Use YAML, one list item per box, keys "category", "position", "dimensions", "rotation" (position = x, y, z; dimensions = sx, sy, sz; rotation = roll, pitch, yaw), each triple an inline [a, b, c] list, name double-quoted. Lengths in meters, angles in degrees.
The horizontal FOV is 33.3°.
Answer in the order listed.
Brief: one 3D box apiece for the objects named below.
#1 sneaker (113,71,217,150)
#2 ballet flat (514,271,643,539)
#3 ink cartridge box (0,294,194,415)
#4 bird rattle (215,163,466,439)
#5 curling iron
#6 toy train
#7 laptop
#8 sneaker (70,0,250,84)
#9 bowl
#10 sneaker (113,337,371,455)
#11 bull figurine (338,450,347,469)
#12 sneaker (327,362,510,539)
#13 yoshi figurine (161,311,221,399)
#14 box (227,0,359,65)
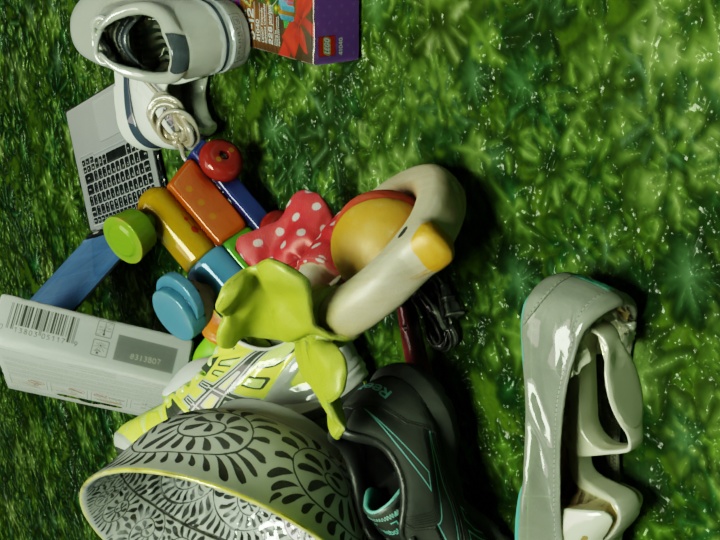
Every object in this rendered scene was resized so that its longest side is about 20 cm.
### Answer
- category: "sneaker"
  position: [-0.159, -0.196, 0.954]
  dimensions: [0.080, 0.076, 0.201]
  rotation: [1, 108, 47]
- category: "ballet flat"
  position: [0.118, 0.102, 0.634]
  dimensions: [0.064, 0.067, 0.201]
  rotation: [13, 111, 47]
- category: "ink cartridge box"
  position: [-0.235, 0.082, 1.061]
  dimensions: [0.200, 0.162, 0.057]
  rotation: [134, 148, -74]
- category: "bird rattle"
  position: [0.000, 0.000, 0.728]
  dimensions: [0.163, 0.200, 0.113]
  rotation: [-35, 102, 22]
- category: "curling iron"
  position: [0.048, 0.099, 0.771]
  dimensions: [0.049, 0.025, 0.201]
  rotation: [15, 113, 57]
- category: "toy train"
  position: [-0.144, -0.049, 0.888]
  dimensions: [0.200, 0.116, 0.085]
  rotation: [49, 141, 6]
- category: "laptop"
  position: [-0.267, -0.062, 1.109]
  dimensions: [0.187, 0.115, 0.201]
  rotation: [-9, 93, 56]
- category: "sneaker"
  position: [-0.165, -0.174, 0.866]
  dimensions: [0.199, 0.071, 0.073]
  rotation: [12, 112, 47]
- category: "bowl"
  position: [-0.070, 0.145, 0.775]
  dimensions: [0.200, 0.095, 0.201]
  rotation: [15, 145, 11]
- category: "sneaker"
  position: [-0.091, 0.084, 0.865]
  dimensions: [0.199, 0.075, 0.077]
  rotation: [-21, 91, 14]
- category: "bull figurine"
  position: [-0.016, 0.221, 0.872]
  dimensions: [0.122, 0.065, 0.201]
  rotation: [50, 137, 39]
- category: "sneaker"
  position: [0.038, 0.160, 0.737]
  dimensions: [0.075, 0.079, 0.201]
  rotation: [-23, 93, 41]
- category: "yoshi figurine"
  position: [-0.101, 0.123, 0.970]
  dimensions: [0.112, 0.112, 0.201]
  rotation: [26, 115, 2]
- category: "box"
  position: [-0.053, -0.246, 0.795]
  dimensions: [0.137, 0.039, 0.201]
  rotation: [26, 122, 51]
